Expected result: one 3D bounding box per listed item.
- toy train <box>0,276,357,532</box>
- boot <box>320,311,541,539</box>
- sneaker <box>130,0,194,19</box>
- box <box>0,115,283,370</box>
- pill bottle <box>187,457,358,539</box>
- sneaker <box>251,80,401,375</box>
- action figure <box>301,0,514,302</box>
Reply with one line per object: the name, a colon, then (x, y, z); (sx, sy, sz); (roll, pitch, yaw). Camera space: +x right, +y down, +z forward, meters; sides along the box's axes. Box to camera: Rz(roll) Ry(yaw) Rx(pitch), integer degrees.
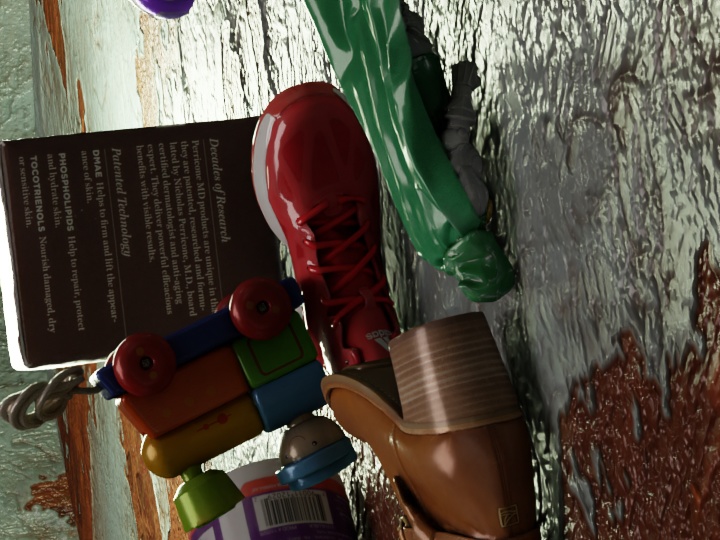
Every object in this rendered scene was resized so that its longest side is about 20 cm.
toy train: (-0.106, 0.092, 1.096); (0.117, 0.199, 0.085); (64, 166, 2)
boot: (0.037, 0.115, 0.998); (0.200, 0.073, 0.156); (130, 128, -75)
sneaker: (-0.170, -0.309, 1.638); (0.100, 0.069, 0.202); (138, 123, -71)
box: (-0.173, -0.018, 1.521); (0.166, 0.198, 0.166); (165, 98, -76)
pill bottle: (-0.043, 0.233, 1.302); (0.112, 0.110, 0.201); (103, 156, -56)
sneaker: (0.000, 0.000, 1.121); (0.116, 0.078, 0.201); (49, 156, 53)
action figure: (0.028, -0.075, 0.966); (0.118, 0.054, 0.202); (117, 136, -65)
